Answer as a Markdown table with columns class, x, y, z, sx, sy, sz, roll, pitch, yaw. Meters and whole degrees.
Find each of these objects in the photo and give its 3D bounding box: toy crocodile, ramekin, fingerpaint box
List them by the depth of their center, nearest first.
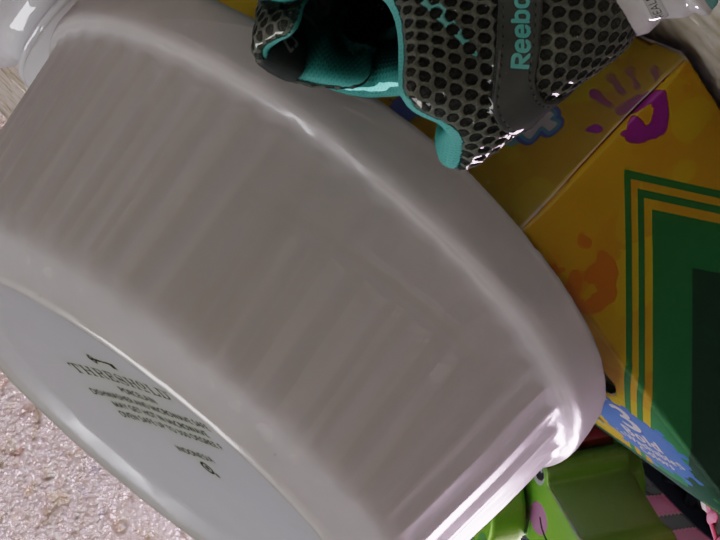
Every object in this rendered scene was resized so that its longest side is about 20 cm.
| class | x | y | z | sx | sy | sz | roll | pitch | yaw |
| --- | --- | --- | --- | --- | --- | --- | --- | --- | --- |
| ramekin | -0.034 | 0.017 | 0.742 | 0.202 | 0.094 | 0.202 | 35 | 163 | 12 |
| fingerpaint box | 0.050 | -0.027 | 0.807 | 0.200 | 0.073 | 0.167 | 36 | 170 | 47 |
| toy crocodile | 0.056 | 0.053 | 0.948 | 0.200 | 0.067 | 0.062 | -128 | 38 | -54 |

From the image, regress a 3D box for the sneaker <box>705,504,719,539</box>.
| class | x | y | z | sx | sy | sz | roll | pitch | yaw |
| --- | --- | --- | --- | --- | --- | --- | --- | --- | --- |
| sneaker | 0.144 | 0.089 | 0.857 | 0.200 | 0.095 | 0.079 | 46 | 178 | 34 |

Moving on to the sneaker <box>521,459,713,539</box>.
| class | x | y | z | sx | sy | sz | roll | pitch | yaw |
| --- | --- | --- | --- | --- | --- | --- | --- | --- | --- |
| sneaker | 0.125 | 0.109 | 0.995 | 0.200 | 0.082 | 0.070 | 20 | 159 | 13 |

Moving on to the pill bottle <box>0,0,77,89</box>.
| class | x | y | z | sx | sy | sz | roll | pitch | yaw |
| --- | --- | --- | --- | --- | --- | --- | --- | --- | --- |
| pill bottle | -0.135 | -0.150 | 0.874 | 0.200 | 0.112 | 0.112 | 52 | 175 | 12 |

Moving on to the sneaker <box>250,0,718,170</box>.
| class | x | y | z | sx | sy | sz | roll | pitch | yaw |
| --- | --- | --- | --- | --- | --- | --- | --- | --- | --- |
| sneaker | -0.003 | -0.092 | 0.650 | 0.200 | 0.091 | 0.078 | 37 | 169 | 47 |
